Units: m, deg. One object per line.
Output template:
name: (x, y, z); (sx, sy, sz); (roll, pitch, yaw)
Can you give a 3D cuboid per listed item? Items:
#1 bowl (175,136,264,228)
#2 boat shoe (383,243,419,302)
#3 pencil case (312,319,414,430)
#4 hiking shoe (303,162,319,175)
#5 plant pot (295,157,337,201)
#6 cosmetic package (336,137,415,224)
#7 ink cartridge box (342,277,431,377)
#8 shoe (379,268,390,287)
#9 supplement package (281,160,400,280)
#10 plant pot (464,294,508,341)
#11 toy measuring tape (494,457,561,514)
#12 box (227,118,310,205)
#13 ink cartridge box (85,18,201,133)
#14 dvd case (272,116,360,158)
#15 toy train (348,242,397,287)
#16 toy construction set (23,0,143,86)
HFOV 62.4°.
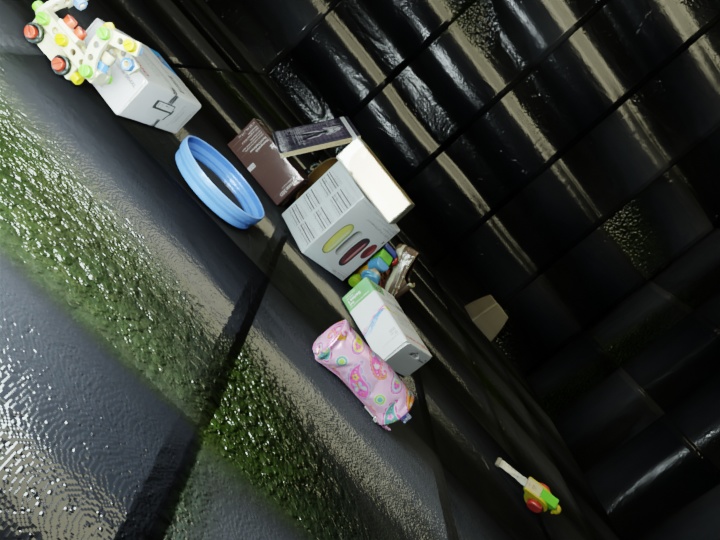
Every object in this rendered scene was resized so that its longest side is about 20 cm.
bowl: (-0.264, -0.161, 1.117); (0.201, 0.039, 0.201); (48, 11, -12)
boat shoe: (0.109, 0.035, 1.607); (0.074, 0.206, 0.075); (18, 16, 19)
pencil case: (0.007, 0.179, 1.018); (0.200, 0.087, 0.088); (49, 11, -13)
hiking shoe: (-0.142, -0.320, 2.093); (0.087, 0.074, 0.200); (51, 11, 12)
plant pot: (-0.052, -0.178, 1.666); (0.199, 0.186, 0.187); (39, 15, -35)
cosmetic package: (0.038, -0.209, 1.399); (0.201, 0.071, 0.105); (51, 11, 3)
ink cartridge box: (0.062, 0.133, 1.383); (0.144, 0.084, 0.201); (35, 18, -53)
shoe: (0.058, 0.018, 1.672); (0.072, 0.090, 0.200); (60, 21, 6)
supplement package: (-0.047, -0.118, 1.472); (0.191, 0.199, 0.148); (35, 19, -51)
plant pot: (0.779, 0.271, 3.622); (0.200, 0.177, 0.201); (46, 12, -19)
toy measuring tape: (0.427, 0.564, 1.540); (0.199, 0.074, 0.073); (35, 7, 13)
box: (-0.231, -0.272, 1.504); (0.201, 0.100, 0.075); (49, 11, -1)
ink cartridge box: (-0.402, -0.345, 1.081); (0.147, 0.084, 0.200); (51, 11, 5)
dvd case: (-0.110, -0.328, 1.452); (0.149, 0.197, 0.016); (-116, -167, -55)
toy train: (0.000, 0.000, 1.580); (0.085, 0.198, 0.117); (45, 52, -22)
toy construction set: (-0.431, -0.368, 0.916); (0.201, 0.131, 0.092); (52, 11, 12)
